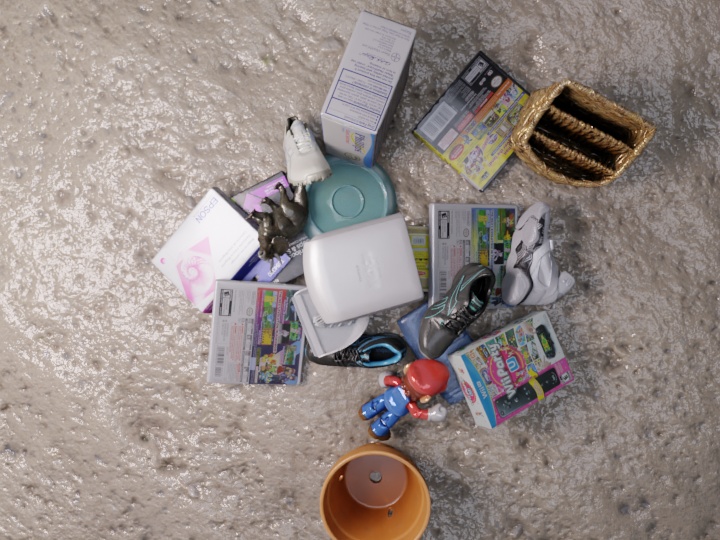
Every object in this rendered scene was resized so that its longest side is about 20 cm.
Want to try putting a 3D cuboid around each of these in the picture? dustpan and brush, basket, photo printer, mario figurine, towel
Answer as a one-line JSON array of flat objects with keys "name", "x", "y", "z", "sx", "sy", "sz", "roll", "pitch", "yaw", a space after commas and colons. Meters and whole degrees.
[{"name": "dustpan and brush", "x": -0.014, "y": 0.077, "z": 1.136, "sx": 0.199, "sy": 0.057, "sz": 0.140, "roll": -9, "pitch": 62, "yaw": -34}, {"name": "basket", "x": 0.384, "y": -0.230, "z": 1.061, "sx": 0.199, "sy": 0.149, "sz": 0.143, "roll": 25, "pitch": 94, "yaw": -10}, {"name": "photo printer", "x": 0.000, "y": 0.000, "z": 1.069, "sx": 0.199, "sy": 0.069, "sz": 0.167, "roll": -15, "pitch": 95, "yaw": -9}, {"name": "mario figurine", "x": 0.096, "y": 0.241, "z": 1.131, "sx": 0.123, "sy": 0.106, "sz": 0.200, "roll": 43, "pitch": 116, "yaw": -8}, {"name": "towel", "x": 0.164, "y": 0.152, "z": 1.155, "sx": 0.111, "sy": 0.049, "sz": 0.200, "roll": -32, "pitch": 92, "yaw": 3}]

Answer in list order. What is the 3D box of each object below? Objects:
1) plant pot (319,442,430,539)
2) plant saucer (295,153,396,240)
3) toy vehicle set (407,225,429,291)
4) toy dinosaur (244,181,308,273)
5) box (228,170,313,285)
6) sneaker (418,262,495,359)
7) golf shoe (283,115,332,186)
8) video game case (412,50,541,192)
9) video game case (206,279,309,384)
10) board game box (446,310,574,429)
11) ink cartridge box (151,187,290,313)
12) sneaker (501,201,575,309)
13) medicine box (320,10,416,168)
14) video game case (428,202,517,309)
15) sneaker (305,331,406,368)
[{"name": "plant pot", "x": 0.030, "y": 0.417, "z": 1.128, "sx": 0.199, "sy": 0.140, "sz": 0.201, "roll": 0, "pitch": 93, "yaw": 3}, {"name": "plant saucer", "x": -0.026, "y": -0.131, "z": 1.140, "sx": 0.199, "sy": 0.027, "sz": 0.201, "roll": 0, "pitch": 89, "yaw": -8}, {"name": "toy vehicle set", "x": 0.108, "y": -0.023, "z": 1.137, "sx": 0.199, "sy": 0.027, "sz": 0.125, "roll": 2, "pitch": 93, "yaw": -10}, {"name": "toy dinosaur", "x": -0.144, "y": -0.094, "z": 1.094, "sx": 0.102, "sy": 0.077, "sz": 0.200, "roll": 43, "pitch": 63, "yaw": -12}, {"name": "box", "x": -0.169, "y": -0.073, "z": 1.161, "sx": 0.143, "sy": 0.036, "sz": 0.201, "roll": -27, "pitch": 94, "yaw": 4}, {"name": "sneaker", "x": 0.173, "y": 0.072, "z": 1.066, "sx": 0.075, "sy": 0.079, "sz": 0.200, "roll": 33, "pitch": 85, "yaw": -18}, {"name": "golf shoe", "x": -0.108, "y": -0.217, "z": 1.066, "sx": 0.078, "sy": 0.200, "sz": 0.098, "roll": -19, "pitch": 122, "yaw": -10}, {"name": "video game case", "x": 0.230, "y": -0.284, "z": 1.140, "sx": 0.181, "sy": 0.026, "sz": 0.200, "roll": 41, "pitch": 93, "yaw": 0}, {"name": "video game case", "x": -0.196, "y": 0.121, "z": 1.146, "sx": 0.182, "sy": 0.023, "sz": 0.201, "roll": 5, "pitch": 98, "yaw": -17}, {"name": "board game box", "x": 0.282, "y": 0.183, "z": 1.112, "sx": 0.199, "sy": 0.064, "sz": 0.148, "roll": -24, "pitch": 91, "yaw": -17}, {"name": "ink cartridge box", "x": -0.269, "y": -0.021, "z": 1.140, "sx": 0.200, "sy": 0.043, "sz": 0.196, "roll": 43, "pitch": 102, "yaw": 4}, {"name": "sneaker", "x": 0.344, "y": -0.023, "z": 1.119, "sx": 0.115, "sy": 0.075, "sz": 0.201, "roll": 14, "pitch": 93, "yaw": -16}, {"name": "medicine box", "x": 0.013, "y": -0.311, "z": 1.052, "sx": 0.103, "sy": 0.182, "sz": 0.201, "roll": 21, "pitch": 82, "yaw": 2}, {"name": "video game case", "x": 0.215, "y": -0.026, "z": 1.127, "sx": 0.182, "sy": 0.022, "sz": 0.201, "roll": -1, "pitch": 93, "yaw": -18}, {"name": "sneaker", "x": -0.011, "y": 0.151, "z": 1.144, "sx": 0.199, "sy": 0.082, "sz": 0.074, "roll": -4, "pitch": 95, "yaw": 4}]
